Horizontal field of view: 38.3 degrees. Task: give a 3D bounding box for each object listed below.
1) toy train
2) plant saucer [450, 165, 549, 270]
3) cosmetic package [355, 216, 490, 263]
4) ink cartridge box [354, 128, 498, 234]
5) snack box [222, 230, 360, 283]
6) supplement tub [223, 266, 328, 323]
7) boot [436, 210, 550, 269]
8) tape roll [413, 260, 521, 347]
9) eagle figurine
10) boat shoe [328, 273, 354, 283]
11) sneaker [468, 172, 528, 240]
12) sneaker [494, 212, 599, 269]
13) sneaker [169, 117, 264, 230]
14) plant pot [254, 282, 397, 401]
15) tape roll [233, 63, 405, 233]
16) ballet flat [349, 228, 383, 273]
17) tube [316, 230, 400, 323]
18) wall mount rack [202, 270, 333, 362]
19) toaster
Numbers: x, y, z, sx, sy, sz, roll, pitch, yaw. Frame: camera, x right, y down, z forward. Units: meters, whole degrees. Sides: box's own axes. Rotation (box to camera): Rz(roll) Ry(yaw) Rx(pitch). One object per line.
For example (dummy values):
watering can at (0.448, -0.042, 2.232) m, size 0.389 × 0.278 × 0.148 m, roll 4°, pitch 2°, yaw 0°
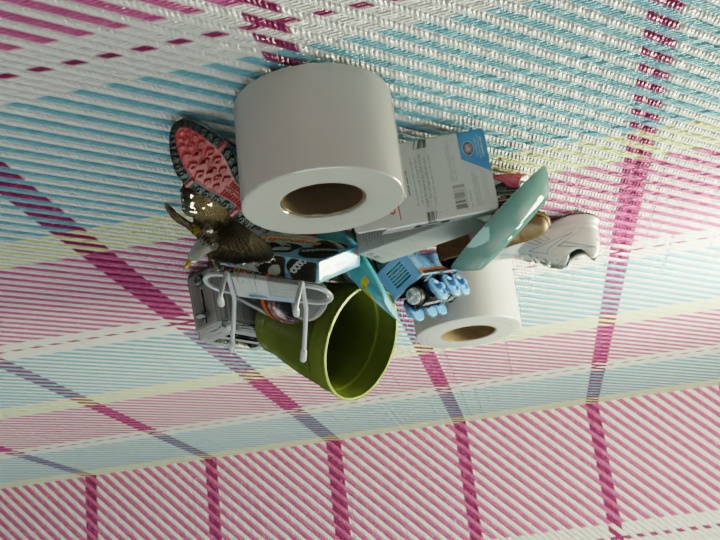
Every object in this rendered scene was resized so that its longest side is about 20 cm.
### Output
toy train at (0.113, 0.018, 1.783) m, size 0.087 × 0.114 × 0.200 m, roll -42°, pitch 166°, yaw 22°
plant saucer at (0.210, -0.065, 1.494) m, size 0.200 × 0.036 × 0.200 m, roll -46°, pitch 173°, yaw -7°
cosmetic package at (0.090, -0.091, 1.576) m, size 0.200 × 0.102 × 0.071 m, roll -18°, pitch 158°, yaw 31°
ink cartridge box at (0.079, -0.118, 1.434) m, size 0.200 × 0.116 × 0.067 m, roll -10°, pitch 177°, yaw -4°
snack box at (-0.115, -0.025, 1.607) m, size 0.200 × 0.037 × 0.116 m, roll 10°, pitch -161°, yaw 30°
supplement tub at (-0.135, 0.023, 1.692) m, size 0.107 × 0.107 × 0.200 m, roll 9°, pitch -173°, yaw -38°
boot at (0.227, -0.047, 1.762) m, size 0.200 × 0.075 × 0.074 m, roll -14°, pitch 129°, yaw 15°
tape roll at (0.195, 0.054, 1.964) m, size 0.202 × 0.139 × 0.203 m, roll -5°, pitch 160°, yaw -2°
eagle figurine at (-0.201, -0.060, 1.485) m, size 0.152 × 0.151 × 0.200 m, roll 11°, pitch 163°, yaw -17°
boat shoe at (-0.035, 0.001, 1.856) m, size 0.086 × 0.075 × 0.202 m, roll 0°, pitch 169°, yaw 12°
sneaker at (0.220, -0.096, 1.643) m, size 0.081 × 0.075 × 0.200 m, roll -4°, pitch 160°, yaw -8°
sneaker at (0.322, -0.042, 1.813) m, size 0.200 × 0.087 × 0.075 m, roll -12°, pitch 162°, yaw 18°
sneaker at (-0.187, -0.135, 1.385) m, size 0.079 × 0.096 × 0.200 m, roll -37°, pitch 127°, yaw 8°
plant pot at (-0.072, 0.101, 1.783) m, size 0.193 × 0.201 × 0.200 m, roll 14°, pitch 175°, yaw 35°
tape roll at (-0.053, -0.147, 1.287) m, size 0.202 × 0.139 × 0.203 m, roll -7°, pitch 161°, yaw -2°
ballet flat at (0.033, -0.045, 1.763) m, size 0.070 × 0.067 × 0.200 m, roll -32°, pitch 159°, yaw -1°
tube at (0.000, 0.000, 1.646) m, size 0.050 × 0.200 × 0.077 m, roll -41°, pitch 144°, yaw 2°
wall mount rack at (-0.143, 0.066, 1.571) m, size 0.200 × 0.075 × 0.174 m, roll 8°, pitch 152°, yaw 5°
toaster at (-0.217, 0.067, 1.874) m, size 0.114 × 0.129 × 0.200 m, roll -21°, pitch 156°, yaw 37°
